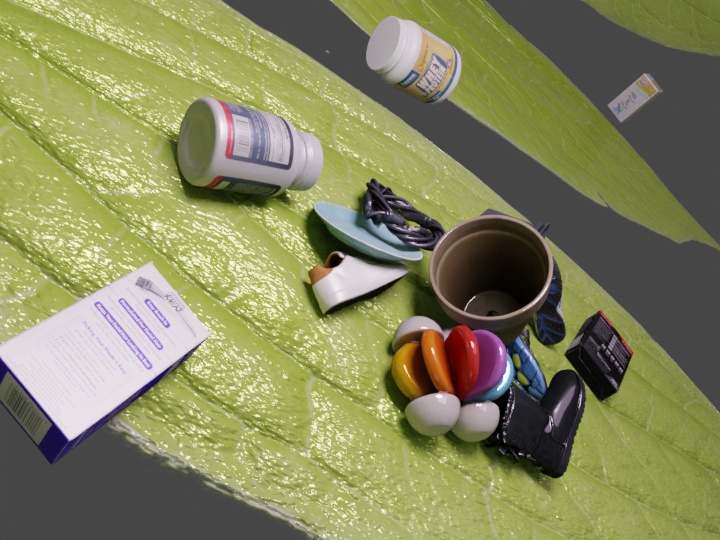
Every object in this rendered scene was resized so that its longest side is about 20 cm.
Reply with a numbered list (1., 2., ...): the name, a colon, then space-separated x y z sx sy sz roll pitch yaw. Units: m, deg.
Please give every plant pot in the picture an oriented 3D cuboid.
1. plant pot: 0.223 0.038 1.084 0.175 0.195 0.204 68 10 -54

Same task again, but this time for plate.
1. plate: 0.009 -0.057 1.039 0.196 0.026 0.201 25 15 -7

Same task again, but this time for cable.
1. cable: 0.077 -0.102 1.129 0.160 0.052 0.201 23 20 -10

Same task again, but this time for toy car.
1. toy car: 0.148 0.146 0.952 0.197 0.150 0.178 18 46 -35

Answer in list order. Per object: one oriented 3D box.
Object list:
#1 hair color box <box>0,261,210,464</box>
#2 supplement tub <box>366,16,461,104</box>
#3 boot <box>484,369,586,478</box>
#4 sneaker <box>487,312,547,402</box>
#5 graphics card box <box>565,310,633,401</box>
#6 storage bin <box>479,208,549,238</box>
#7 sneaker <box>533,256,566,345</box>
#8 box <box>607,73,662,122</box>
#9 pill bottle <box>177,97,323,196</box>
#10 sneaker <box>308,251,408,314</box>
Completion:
1. hair color box: -0.261 0.085 0.653 0.110 0.065 0.200 49 38 0
2. supplement tub: 0.125 -0.490 1.492 0.197 0.144 0.147 14 48 -37
3. boot: 0.283 0.226 1.046 0.161 0.073 0.202 32 64 -22
4. sneaker: 0.294 0.143 1.174 0.081 0.071 0.203 0 55 -38
5. graphics card box: 0.528 0.183 1.402 0.126 0.051 0.199 53 35 4
6. storage bin: 0.275 -0.036 1.274 0.132 0.148 0.199 27 32 20
7. sneaker: 0.371 0.050 1.294 0.078 0.074 0.204 -79 159 -60
8. box: 1.217 -0.763 2.825 0.112 0.200 0.102 -21 73 -52
9. pill bottle: -0.157 -0.174 0.942 0.197 0.119 0.122 4 55 -45
10. sneaker: 0.000 0.000 0.990 0.198 0.073 0.086 -16 72 -50
